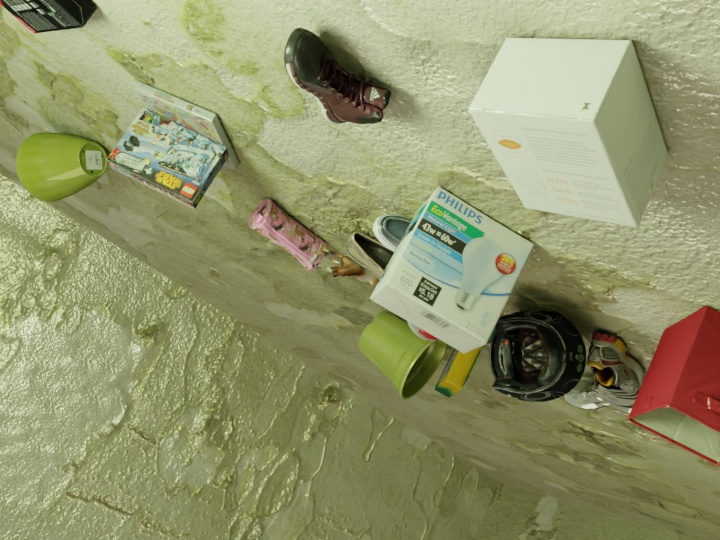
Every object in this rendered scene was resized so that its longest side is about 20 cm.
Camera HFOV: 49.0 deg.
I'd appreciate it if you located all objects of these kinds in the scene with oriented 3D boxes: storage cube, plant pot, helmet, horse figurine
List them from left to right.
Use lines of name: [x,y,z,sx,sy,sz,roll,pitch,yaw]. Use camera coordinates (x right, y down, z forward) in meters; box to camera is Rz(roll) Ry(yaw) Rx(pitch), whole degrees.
plant pot: [-0.770,-0.285,2.092,0.199,0.188,0.187,-3,148,34]
horse figurine: [0.000,0.000,1.760,0.200,0.050,0.132,20,-172,-32]
plant pot: [0.102,0.210,2.115,0.184,0.201,0.200,35,167,25]
helmet: [0.342,0.168,1.556,0.200,0.201,0.191,21,-178,24]
storage cube: [0.564,0.189,1.269,0.171,0.180,0.200,26,164,7]

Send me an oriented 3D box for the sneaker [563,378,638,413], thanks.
sneaker: [0.523,0.250,1.739,0.200,0.076,0.115,0,139,44]

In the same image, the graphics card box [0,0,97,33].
graphics card box: [-0.556,-0.472,1.357,0.200,0.051,0.125,13,157,45]

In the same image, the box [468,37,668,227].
box: [0.242,-0.156,0.898,0.152,0.107,0.200,16,159,38]

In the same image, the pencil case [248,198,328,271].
pencil case: [-0.167,-0.082,1.829,0.200,0.083,0.086,39,161,-28]

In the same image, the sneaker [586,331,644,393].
sneaker: [0.499,0.198,1.573,0.078,0.082,0.200,10,156,47]

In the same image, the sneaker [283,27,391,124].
sneaker: [-0.018,-0.263,1.089,0.115,0.076,0.200,15,170,25]

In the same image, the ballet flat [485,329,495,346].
ballet flat: [0.297,0.143,1.788,0.071,0.069,0.200,15,171,-27]

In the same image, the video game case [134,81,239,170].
video game case: [-0.349,-0.290,1.609,0.182,0.023,0.200,24,163,14]

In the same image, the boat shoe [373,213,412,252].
boat shoe: [0.126,-0.056,1.463,0.200,0.071,0.091,25,163,-13]

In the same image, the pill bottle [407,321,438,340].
pill bottle: [0.177,0.072,1.589,0.112,0.112,0.200,31,158,-9]

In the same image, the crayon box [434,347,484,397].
crayon box: [0.257,0.253,2.055,0.051,0.126,0.200,28,163,2]

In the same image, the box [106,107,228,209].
box: [-0.384,-0.225,1.579,0.200,0.137,0.040,27,162,8]

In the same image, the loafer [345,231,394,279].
loafer: [0.057,-0.017,1.687,0.200,0.072,0.063,30,157,7]

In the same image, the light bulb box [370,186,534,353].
light bulb box: [0.154,0.002,1.343,0.198,0.200,0.125,30,162,-5]
